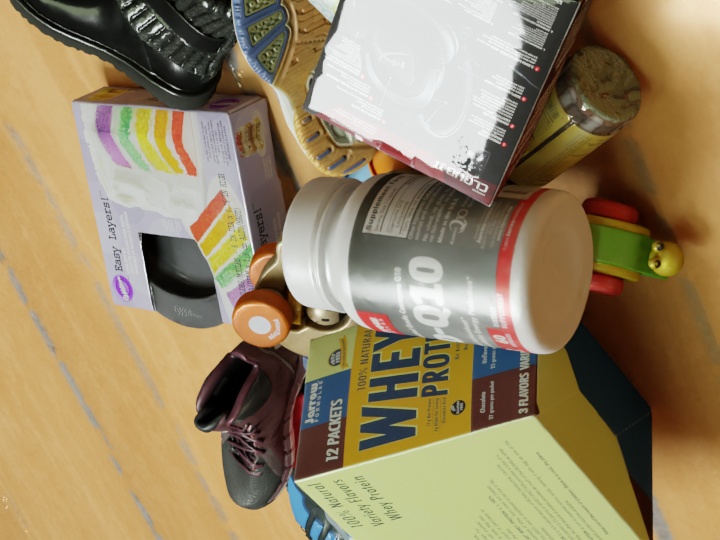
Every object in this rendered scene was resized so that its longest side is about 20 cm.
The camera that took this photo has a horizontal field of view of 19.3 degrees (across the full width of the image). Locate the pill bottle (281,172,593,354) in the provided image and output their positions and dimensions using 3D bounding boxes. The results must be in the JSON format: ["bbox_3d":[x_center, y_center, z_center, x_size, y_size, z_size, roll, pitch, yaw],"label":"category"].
[{"bbox_3d":[0.052,-0.009,1.491,0.199,0.114,0.114,7,130,30],"label":"pill bottle"}]

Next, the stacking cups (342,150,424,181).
[{"bbox_3d":[0.021,-0.071,1.636,0.061,0.061,0.200,45,138,-2],"label":"stacking cups"}]

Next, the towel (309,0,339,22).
[{"bbox_3d":[0.012,-0.258,1.420,0.200,0.048,0.171,-30,114,35],"label":"towel"}]

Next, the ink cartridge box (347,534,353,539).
[{"bbox_3d":[0.080,0.263,1.866,0.146,0.084,0.201,8,131,37],"label":"ink cartridge box"}]

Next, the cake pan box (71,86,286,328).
[{"bbox_3d":[-0.146,-0.052,1.772,0.184,0.052,0.201,10,118,39],"label":"cake pan box"}]

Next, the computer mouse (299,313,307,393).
[{"bbox_3d":[-0.086,0.053,1.850,0.140,0.046,0.200,36,142,8],"label":"computer mouse"}]

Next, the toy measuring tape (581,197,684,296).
[{"bbox_3d":[0.143,-0.023,1.547,0.199,0.074,0.074,11,132,35],"label":"toy measuring tape"}]

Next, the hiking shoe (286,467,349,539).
[{"bbox_3d":[-0.012,0.237,1.949,0.087,0.074,0.201,-1,115,52],"label":"hiking shoe"}]

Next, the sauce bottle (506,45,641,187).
[{"bbox_3d":[0.120,-0.091,1.512,0.065,0.065,0.200,48,142,-6],"label":"sauce bottle"}]

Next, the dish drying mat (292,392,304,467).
[{"bbox_3d":[-0.035,0.136,1.844,0.199,0.018,0.077,-12,117,38],"label":"dish drying mat"}]

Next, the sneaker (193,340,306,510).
[{"bbox_3d":[-0.107,0.132,1.796,0.075,0.115,0.201,25,121,24],"label":"sneaker"}]

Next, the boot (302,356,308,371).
[{"bbox_3d":[-0.002,0.111,1.749,0.090,0.073,0.201,19,119,21],"label":"boot"}]

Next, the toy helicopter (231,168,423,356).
[{"bbox_3d":[0.000,0.000,1.628,0.132,0.079,0.200,32,127,-12],"label":"toy helicopter"}]

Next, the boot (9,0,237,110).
[{"bbox_3d":[-0.176,-0.229,1.635,0.211,0.080,0.158,30,149,0],"label":"boot"}]

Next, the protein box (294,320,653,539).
[{"bbox_3d":[0.090,0.131,1.598,0.199,0.135,0.199,-18,135,26],"label":"protein box"}]

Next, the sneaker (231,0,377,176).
[{"bbox_3d":[-0.052,-0.166,1.578,0.088,0.075,0.201,-120,9,-61],"label":"sneaker"}]

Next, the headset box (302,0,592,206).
[{"bbox_3d":[0.058,-0.149,1.400,0.148,0.077,0.200,27,133,8],"label":"headset box"}]
